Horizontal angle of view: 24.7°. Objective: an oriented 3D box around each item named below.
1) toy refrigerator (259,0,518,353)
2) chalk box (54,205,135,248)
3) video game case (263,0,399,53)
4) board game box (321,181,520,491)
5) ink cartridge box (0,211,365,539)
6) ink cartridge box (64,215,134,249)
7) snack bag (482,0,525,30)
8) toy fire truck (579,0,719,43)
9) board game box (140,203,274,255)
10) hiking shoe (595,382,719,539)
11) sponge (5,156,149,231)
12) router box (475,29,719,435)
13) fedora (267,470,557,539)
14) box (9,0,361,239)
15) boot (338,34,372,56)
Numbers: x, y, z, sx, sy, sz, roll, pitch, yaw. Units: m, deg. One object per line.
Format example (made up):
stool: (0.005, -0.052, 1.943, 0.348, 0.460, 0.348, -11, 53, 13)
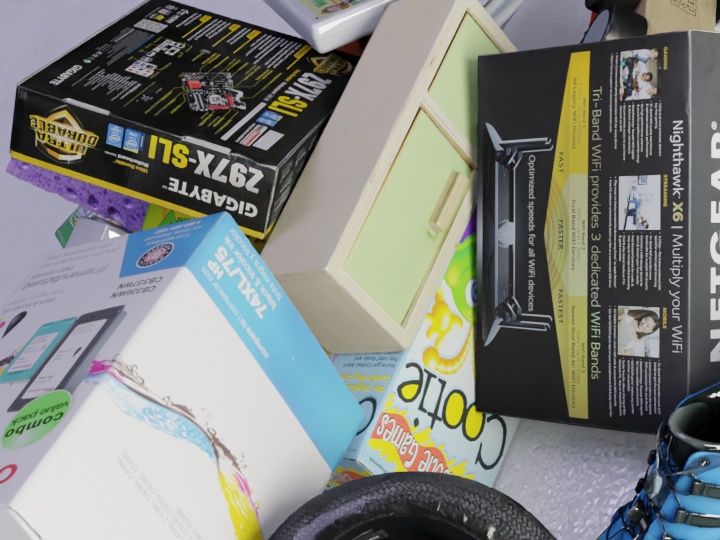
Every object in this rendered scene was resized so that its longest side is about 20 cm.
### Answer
toy refrigerator: (0.023, -0.058, 0.923, 0.070, 0.076, 0.201, -6, 49, 45)
chalk box: (-0.138, -0.012, 1.225, 0.200, 0.125, 0.124, -46, 31, 0)
video game case: (0.028, -0.206, 1.087, 0.180, 0.022, 0.200, -23, 25, -7)
board game box: (0.034, 0.050, 0.961, 0.104, 0.103, 0.201, -3, 52, 47)
ink cartridge box: (-0.124, 0.098, 0.817, 0.146, 0.147, 0.201, -11, 34, 38)
ink cartridge box: (-0.148, 0.084, 1.056, 0.202, 0.145, 0.084, -67, 22, -3)
snack bag: (0.035, -0.109, 1.117, 0.189, 0.021, 0.200, -47, 1, -19)
toy fire truck: (0.138, -0.112, 1.024, 0.201, 0.128, 0.177, 123, 167, -45)
board game box: (-0.075, -0.074, 1.057, 0.201, 0.100, 0.048, -88, 17, -61)
hiking shoe: (0.154, 0.100, 0.771, 0.200, 0.087, 0.075, -42, 31, 9)
sponge: (-0.121, -0.041, 1.084, 0.030, 0.198, 0.111, -67, -11, 12)
router box: (0.130, -0.019, 0.868, 0.156, 0.052, 0.203, 3, 93, 52)
fedora: (0.028, 0.196, 0.779, 0.201, 0.200, 0.092, -47, -9, 1)
box: (-0.093, -0.098, 0.977, 0.200, 0.158, 0.050, -55, -18, -61)
boot: (0.007, -0.172, 1.144, 0.075, 0.108, 0.200, -39, 1, -18)
